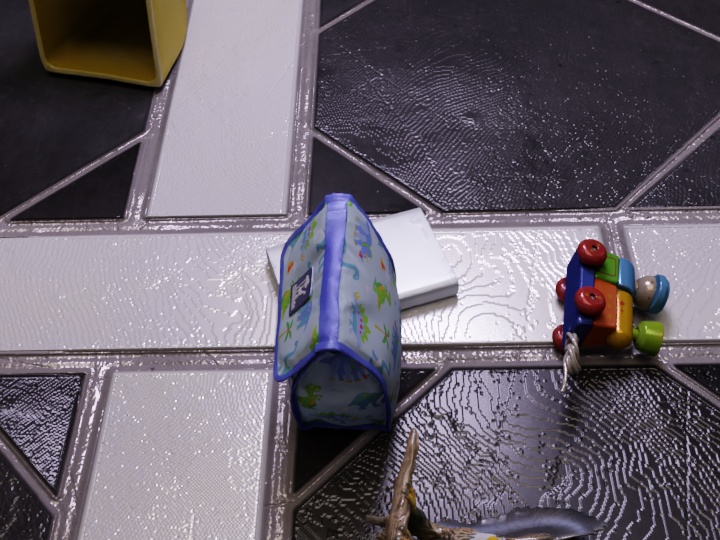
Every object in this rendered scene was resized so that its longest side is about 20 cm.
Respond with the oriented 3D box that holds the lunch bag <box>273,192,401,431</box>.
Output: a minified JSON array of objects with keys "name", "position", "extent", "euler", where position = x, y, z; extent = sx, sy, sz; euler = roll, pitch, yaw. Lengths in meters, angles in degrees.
[{"name":"lunch bag","position":[-0.021,0.047,0.959],"extent":[0.126,0.201,0.172],"euler":[0,60,1]}]

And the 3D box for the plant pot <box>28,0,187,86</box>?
[{"name":"plant pot","position":[-0.350,-0.414,1.417],"extent":[0.193,0.196,0.201],"euler":[10,40,12]}]

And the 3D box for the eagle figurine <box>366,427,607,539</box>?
[{"name":"eagle figurine","position":[0.108,0.258,0.854],"extent":[0.198,0.151,0.153],"euler":[26,93,-13]}]

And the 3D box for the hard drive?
[{"name":"hard drive","position":[0.000,0.000,1.134],"extent":[0.198,0.026,0.133],"euler":[-15,49,-10]}]

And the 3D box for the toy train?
[{"name":"toy train","position":[0.272,0.067,1.034],"extent":[0.114,0.085,0.201],"euler":[16,49,-2]}]
